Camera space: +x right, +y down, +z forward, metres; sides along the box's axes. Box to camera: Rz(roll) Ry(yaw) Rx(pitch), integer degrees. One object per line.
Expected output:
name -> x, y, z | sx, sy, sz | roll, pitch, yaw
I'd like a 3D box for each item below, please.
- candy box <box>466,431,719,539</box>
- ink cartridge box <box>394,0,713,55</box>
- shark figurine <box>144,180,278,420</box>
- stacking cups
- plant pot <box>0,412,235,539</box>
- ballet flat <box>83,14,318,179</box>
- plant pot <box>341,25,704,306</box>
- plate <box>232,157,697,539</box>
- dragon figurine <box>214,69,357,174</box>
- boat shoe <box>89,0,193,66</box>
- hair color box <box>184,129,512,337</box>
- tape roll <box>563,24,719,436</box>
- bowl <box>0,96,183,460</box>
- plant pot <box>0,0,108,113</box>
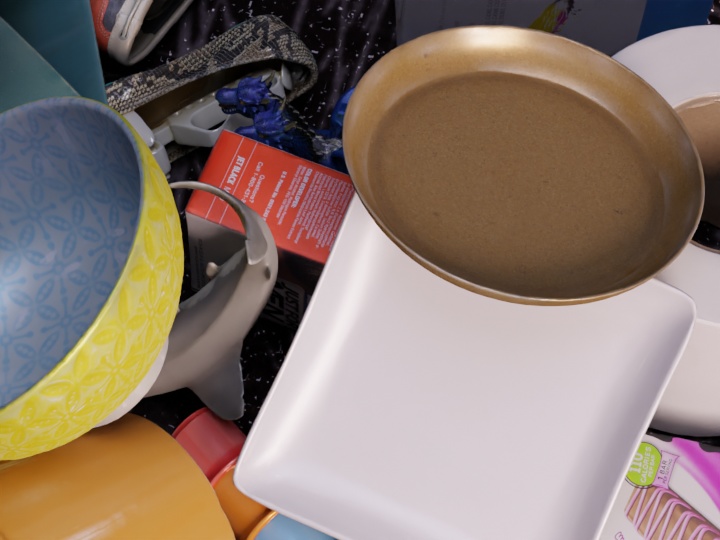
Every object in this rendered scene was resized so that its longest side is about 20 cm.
candy box -> 0.157, 0.163, 1.247 | 0.198, 0.061, 0.137 | 11, 63, 3
ink cartridge box -> 0.120, -0.233, 1.400 | 0.198, 0.146, 0.148 | -1, 62, -3
shark figurine -> -0.079, 0.034, 1.238 | 0.127, 0.214, 0.090 | 3, 57, -37
stacking cups -> -0.031, 0.155, 1.241 | 0.060, 0.061, 0.200 | -34, 69, -19
plant pot -> -0.170, 0.170, 1.165 | 0.183, 0.201, 0.200 | -31, 68, -33
ballet flat -> -0.112, -0.093, 1.355 | 0.199, 0.068, 0.075 | -29, 45, -19
plant pot -> 0.086, -0.054, 1.194 | 0.198, 0.028, 0.201 | 6, 48, -6
plate -> 0.057, 0.068, 1.205 | 0.199, 0.032, 0.201 | 24, 91, 10
dragon figurine -> 0.009, -0.072, 1.335 | 0.198, 0.100, 0.059 | 3, 61, -8
boat shoe -> -0.104, -0.211, 1.416 | 0.062, 0.071, 0.200 | 36, 71, 28
hair color box -> 0.000, 0.000, 1.294 | 0.199, 0.111, 0.064 | 19, 65, 7
tape roll -> 0.205, -0.022, 1.298 | 0.201, 0.139, 0.204 | 1, 61, -2
bowl -> -0.161, 0.023, 1.143 | 0.199, 0.108, 0.201 | -20, 48, 23
plant pot -> -0.276, -0.136, 1.313 | 0.199, 0.141, 0.142 | -22, 57, 14
